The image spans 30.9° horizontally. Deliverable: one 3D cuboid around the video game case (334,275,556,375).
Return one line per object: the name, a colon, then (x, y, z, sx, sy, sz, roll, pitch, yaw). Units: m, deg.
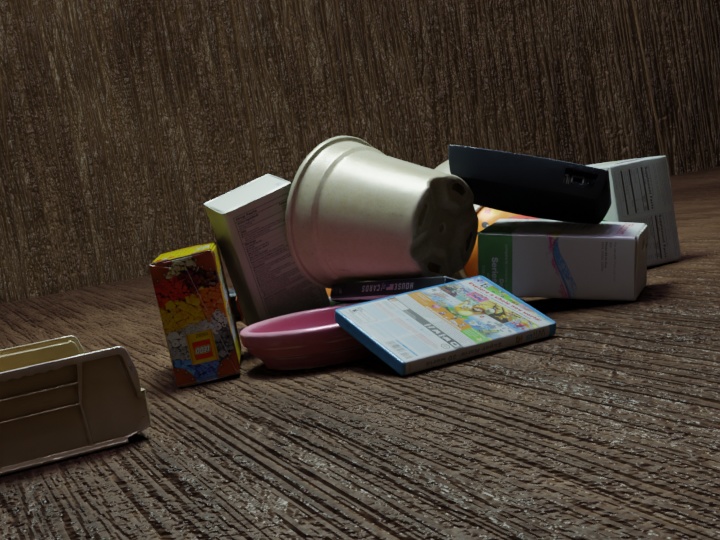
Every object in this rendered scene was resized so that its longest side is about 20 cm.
video game case: (0.092, 0.057, 1.425, 0.200, 0.018, 0.143, -13, 27, -28)

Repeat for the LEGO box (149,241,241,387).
LEGO box: (-0.199, 0.049, 1.592, 0.077, 0.149, 0.200, -13, 5, -4)

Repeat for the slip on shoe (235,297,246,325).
slip on shoe: (-0.149, 0.041, 1.899, 0.074, 0.061, 0.200, -29, -1, -13)

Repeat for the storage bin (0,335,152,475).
storage bin: (-0.329, 0.129, 1.268, 0.198, 0.094, 0.200, -12, 5, -25)

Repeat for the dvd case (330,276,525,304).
dvd case: (0.083, 0.036, 1.628, 0.150, 0.025, 0.200, 15, -14, -42)

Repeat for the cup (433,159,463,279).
cup: (0.193, -0.062, 1.982, 0.200, 0.201, 0.143, -12, 26, -24)

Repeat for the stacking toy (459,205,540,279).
stacking toy: (0.243, -0.019, 1.814, 0.146, 0.147, 0.200, -13, 22, -34)

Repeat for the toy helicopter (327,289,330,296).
toy helicopter: (0.000, 0.000, 1.820, 0.199, 0.079, 0.132, 8, -23, 6)

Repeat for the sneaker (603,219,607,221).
sneaker: (0.327, -0.032, 1.858, 0.084, 0.074, 0.200, -37, 17, -5)

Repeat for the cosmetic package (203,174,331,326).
cosmetic package: (-0.117, -0.011, 1.691, 0.103, 0.200, 0.073, -26, 23, -21)

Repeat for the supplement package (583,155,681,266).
supplement package: (0.364, -0.082, 1.953, 0.111, 0.156, 0.200, -12, 5, -28)

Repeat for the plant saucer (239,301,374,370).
plant saucer: (-0.041, 0.078, 1.538, 0.200, 0.051, 0.201, -9, 4, 1)

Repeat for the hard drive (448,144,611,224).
hard drive: (0.212, -0.105, 1.633, 0.199, 0.042, 0.135, 11, -14, 15)

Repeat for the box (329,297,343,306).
box: (-0.022, 0.057, 1.823, 0.200, 0.036, 0.144, -8, 5, 32)

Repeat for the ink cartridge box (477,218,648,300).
ink cartridge box: (0.260, -0.015, 1.657, 0.199, 0.088, 0.145, 0, 9, 17)

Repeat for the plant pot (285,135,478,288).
plant pot: (0.040, -0.062, 1.639, 0.183, 0.201, 0.200, 11, 18, 42)

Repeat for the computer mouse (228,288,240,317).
computer mouse: (-0.147, 0.052, 2.110, 0.200, 0.046, 0.140, -7, 7, -30)
